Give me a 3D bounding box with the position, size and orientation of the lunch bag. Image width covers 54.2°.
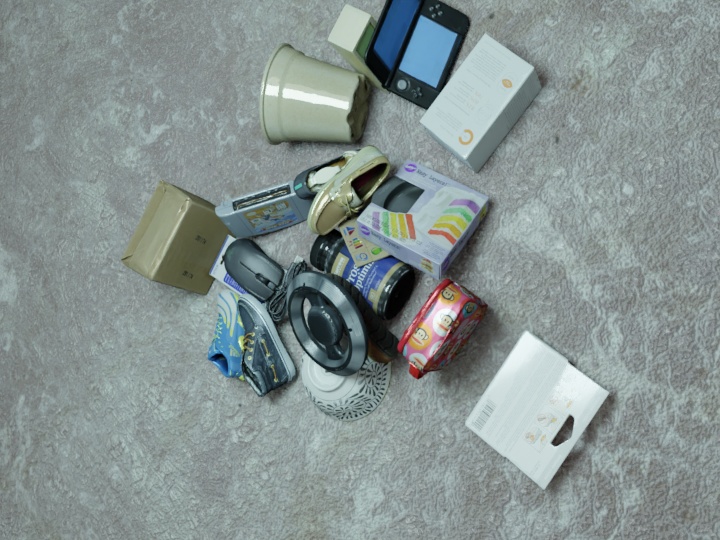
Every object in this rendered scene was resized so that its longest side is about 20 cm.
[{"bbox_3d":[0.141,0.111,1.234,0.081,0.199,0.179,35,95,20],"label":"lunch bag"}]

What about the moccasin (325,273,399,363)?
[{"bbox_3d":[-0.011,0.091,1.307,0.201,0.074,0.077,44,142,-12],"label":"moccasin"}]

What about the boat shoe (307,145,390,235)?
[{"bbox_3d":[-0.021,-0.144,1.317,0.201,0.074,0.066,-51,43,1],"label":"boat shoe"}]

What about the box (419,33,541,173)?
[{"bbox_3d":[0.225,-0.310,1.319,0.124,0.097,0.202,42,98,23],"label":"box"}]

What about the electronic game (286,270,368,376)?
[{"bbox_3d":[-0.062,0.096,1.258,0.197,0.041,0.205,26,131,34],"label":"electronic game"}]

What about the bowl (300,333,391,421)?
[{"bbox_3d":[-0.046,0.188,1.362,0.195,0.094,0.208,-4,80,23],"label":"bowl"}]

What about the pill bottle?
[{"bbox_3d":[0.000,0.000,1.362,0.197,0.111,0.114,31,94,25],"label":"pill bottle"}]

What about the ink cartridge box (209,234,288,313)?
[{"bbox_3d":[-0.226,0.012,1.503,0.197,0.039,0.101,31,95,24],"label":"ink cartridge box"}]

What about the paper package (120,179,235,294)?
[{"bbox_3d":[-0.376,-0.064,1.493,0.102,0.199,0.194,30,93,24],"label":"paper package"}]

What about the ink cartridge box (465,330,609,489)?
[{"bbox_3d":[0.305,0.239,1.222,0.175,0.044,0.203,36,97,25],"label":"ink cartridge box"}]

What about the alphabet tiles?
[{"bbox_3d":[0.034,-0.110,1.363,0.163,0.008,0.203,-20,55,-8],"label":"alphabet tiles"}]

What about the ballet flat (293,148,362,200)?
[{"bbox_3d":[-0.038,-0.191,1.365,0.196,0.074,0.074,-24,69,-21],"label":"ballet flat"}]

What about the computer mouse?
[{"bbox_3d":[-0.213,-0.003,1.451,0.197,0.052,0.141,31,95,24],"label":"computer mouse"}]

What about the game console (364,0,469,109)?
[{"bbox_3d":[0.111,-0.441,1.343,0.172,0.116,0.205,24,90,-7],"label":"game console"}]

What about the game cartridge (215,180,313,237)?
[{"bbox_3d":[-0.185,-0.124,1.445,0.194,0.134,0.043,-16,65,4],"label":"game cartridge"}]

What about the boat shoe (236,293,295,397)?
[{"bbox_3d":[-0.213,0.149,1.416,0.203,0.090,0.071,59,142,6],"label":"boat shoe"}]

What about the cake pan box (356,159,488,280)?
[{"bbox_3d":[0.114,-0.102,1.315,0.197,0.053,0.185,30,60,24],"label":"cake pan box"}]

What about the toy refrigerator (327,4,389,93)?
[{"bbox_3d":[0.019,-0.426,1.374,0.069,0.199,0.077,31,93,24],"label":"toy refrigerator"}]

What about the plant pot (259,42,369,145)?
[{"bbox_3d":[-0.083,-0.342,1.426,0.178,0.200,0.207,12,86,14],"label":"plant pot"}]

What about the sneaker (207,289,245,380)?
[{"bbox_3d":[-0.276,0.133,1.462,0.075,0.104,0.204,-38,68,33],"label":"sneaker"}]
